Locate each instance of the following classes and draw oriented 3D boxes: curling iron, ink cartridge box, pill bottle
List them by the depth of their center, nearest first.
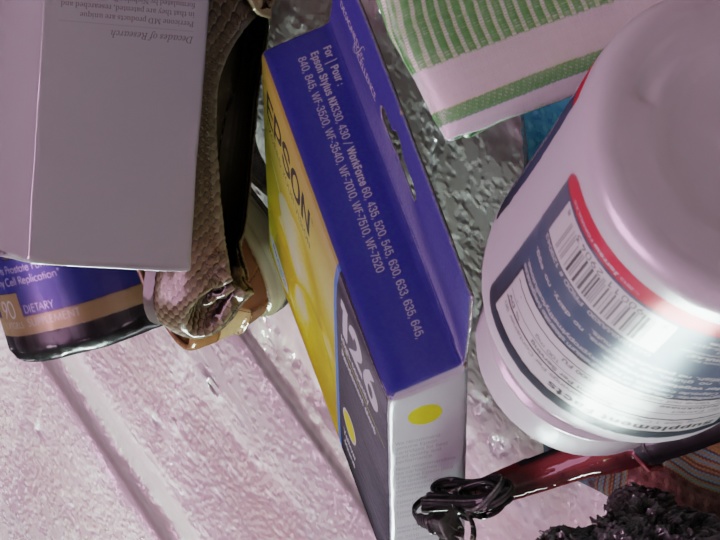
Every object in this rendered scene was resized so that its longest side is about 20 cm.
[{"bbox_3d":[0.109,-0.006,0.891,0.120,0.119,0.200,60,159,12],"label":"pill bottle"},{"bbox_3d":[0.107,0.076,0.999,0.199,0.050,0.026,-21,110,26],"label":"curling iron"},{"bbox_3d":[0.000,0.000,1.086,0.200,0.047,0.198,86,167,-53],"label":"ink cartridge box"},{"bbox_3d":[-0.161,-0.062,1.315,0.112,0.112,0.201,-4,106,57],"label":"pill bottle"}]

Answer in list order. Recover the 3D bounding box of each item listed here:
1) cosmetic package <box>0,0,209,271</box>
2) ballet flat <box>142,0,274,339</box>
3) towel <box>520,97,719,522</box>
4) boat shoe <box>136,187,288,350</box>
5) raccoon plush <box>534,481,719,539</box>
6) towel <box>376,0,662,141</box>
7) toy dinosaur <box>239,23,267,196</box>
[{"bbox_3d":[-0.121,-0.103,1.116,0.113,0.081,0.201,-162,75,-67],"label":"cosmetic package"},{"bbox_3d":[-0.062,-0.065,1.157,0.046,0.067,0.201,14,101,24],"label":"ballet flat"},{"bbox_3d":[0.119,0.017,1.030,0.146,0.022,0.201,24,128,49],"label":"towel"},{"bbox_3d":[-0.105,-0.050,1.215,0.076,0.074,0.201,-4,119,60],"label":"boat shoe"},{"bbox_3d":[0.161,0.098,0.968,0.134,0.097,0.200,48,114,25],"label":"raccoon plush"},{"bbox_3d":[0.059,-0.162,0.895,0.023,0.152,0.201,-178,67,-74],"label":"towel"},{"bbox_3d":[-0.076,-0.116,1.221,0.088,0.047,0.201,10,121,46],"label":"toy dinosaur"}]
